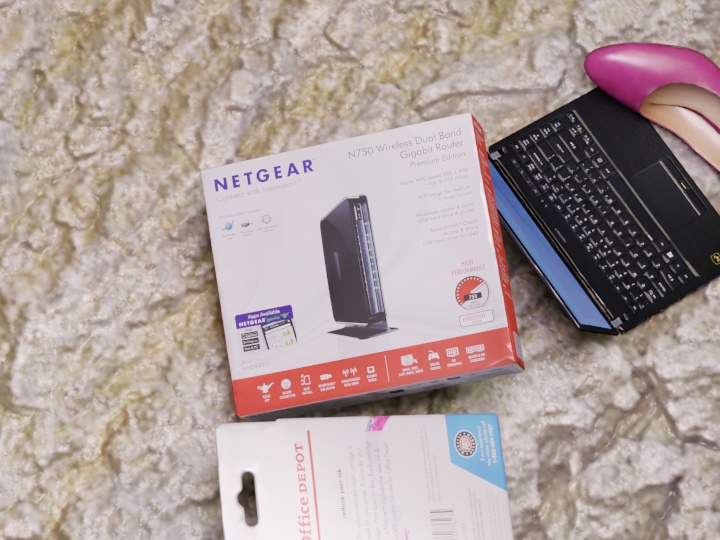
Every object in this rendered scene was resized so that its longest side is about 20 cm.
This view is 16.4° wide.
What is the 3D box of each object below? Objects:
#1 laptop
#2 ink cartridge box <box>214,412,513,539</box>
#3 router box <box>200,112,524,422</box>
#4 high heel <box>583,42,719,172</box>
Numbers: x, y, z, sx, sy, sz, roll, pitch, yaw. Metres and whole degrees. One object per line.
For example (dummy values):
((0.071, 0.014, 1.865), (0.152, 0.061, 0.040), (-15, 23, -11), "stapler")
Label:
((0.173, -0.053, 1.825), (0.200, 0.103, 0.177), (-29, 75, -22), "laptop")
((-0.002, 0.164, 1.709), (0.200, 0.068, 0.115), (0, 66, -13), "ink cartridge box")
((0.000, 0.000, 1.735), (0.200, 0.049, 0.180), (-12, 78, 11), "router box")
((0.259, -0.106, 1.878), (0.200, 0.067, 0.096), (16, 53, -12), "high heel")
